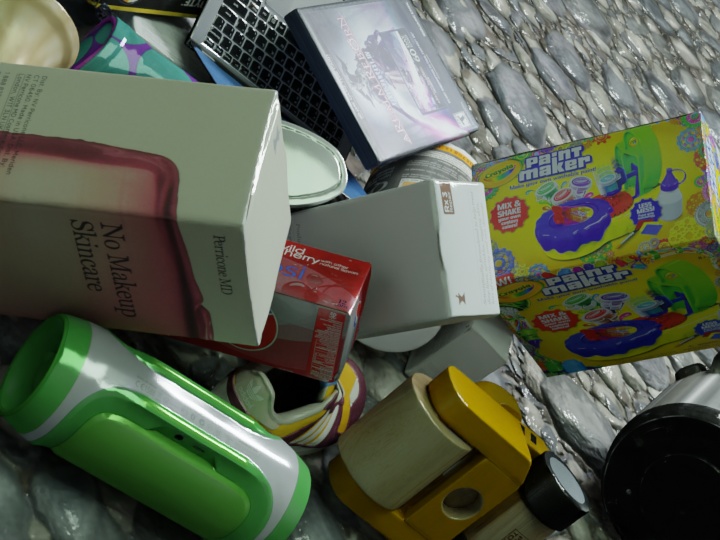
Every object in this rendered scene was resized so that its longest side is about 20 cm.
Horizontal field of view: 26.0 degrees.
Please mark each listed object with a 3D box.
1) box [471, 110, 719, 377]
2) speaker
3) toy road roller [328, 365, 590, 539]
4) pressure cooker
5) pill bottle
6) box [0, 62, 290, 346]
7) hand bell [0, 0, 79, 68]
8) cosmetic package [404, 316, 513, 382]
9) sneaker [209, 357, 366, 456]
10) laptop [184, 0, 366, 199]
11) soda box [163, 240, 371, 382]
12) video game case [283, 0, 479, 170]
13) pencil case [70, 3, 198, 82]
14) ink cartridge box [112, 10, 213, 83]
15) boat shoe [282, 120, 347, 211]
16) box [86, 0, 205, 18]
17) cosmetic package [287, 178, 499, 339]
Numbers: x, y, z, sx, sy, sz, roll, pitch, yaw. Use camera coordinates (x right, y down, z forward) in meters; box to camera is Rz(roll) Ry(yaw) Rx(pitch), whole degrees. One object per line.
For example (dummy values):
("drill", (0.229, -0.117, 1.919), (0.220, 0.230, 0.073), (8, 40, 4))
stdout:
("box", (0.220, -0.016, 1.328), (0.193, 0.199, 0.123), (47, 37, -52))
("speaker", (-0.129, 0.108, 0.997), (0.200, 0.088, 0.089), (36, 34, -27))
("toy road roller", (0.071, 0.141, 1.213), (0.200, 0.123, 0.146), (40, 20, -30))
("pressure cooker", (0.334, 0.183, 1.471), (0.179, 0.176, 0.200), (53, 29, 8))
("pill bottle", (0.043, -0.023, 1.342), (0.116, 0.116, 0.200), (45, 30, -13))
("box", (-0.151, -0.041, 0.967), (0.199, 0.128, 0.109), (7, 54, 7))
("hand bell", (-0.266, -0.094, 1.049), (0.104, 0.104, 0.201), (35, 47, -28))
("cosmetic package", (0.102, 0.031, 1.401), (0.051, 0.082, 0.200), (43, 32, -14))
("sneaker", (-0.037, 0.090, 1.137), (0.075, 0.090, 0.200), (58, 31, 9))
("laptop", (-0.035, -0.161, 1.273), (0.187, 0.116, 0.201), (37, 67, -34))
("soda box", (-0.098, 0.010, 1.070), (0.199, 0.064, 0.070), (16, 33, 5))
("video game case", (0.023, -0.166, 1.336), (0.143, 0.019, 0.200), (62, 30, 2))
("pencil case", (-0.145, -0.110, 1.206), (0.200, 0.085, 0.092), (39, -11, -24))
("ink cartridge box", (-0.144, -0.188, 1.345), (0.162, 0.057, 0.200), (35, 20, -27))
("boat shoe", (-0.110, -0.072, 1.146), (0.199, 0.060, 0.076), (7, 62, -20))
("box", (-0.212, -0.290, 1.293), (0.200, 0.049, 0.159), (47, 26, 22))
("cosmetic package", (0.000, 0.000, 1.153), (0.074, 0.199, 0.102), (-1, 83, -53))
